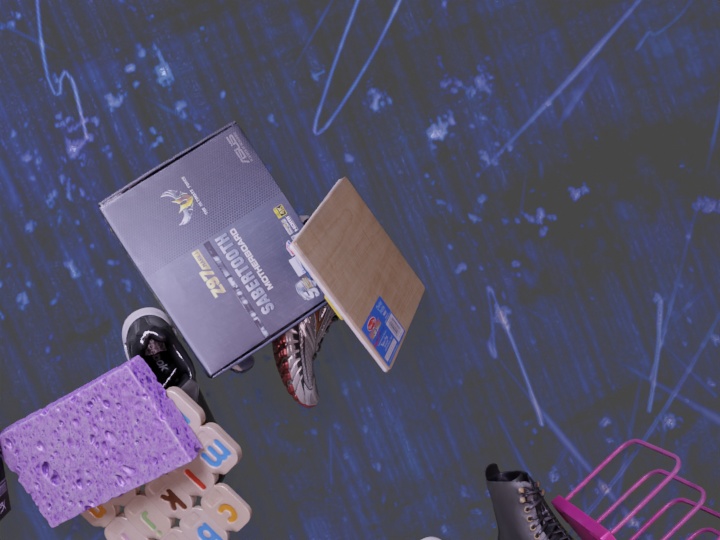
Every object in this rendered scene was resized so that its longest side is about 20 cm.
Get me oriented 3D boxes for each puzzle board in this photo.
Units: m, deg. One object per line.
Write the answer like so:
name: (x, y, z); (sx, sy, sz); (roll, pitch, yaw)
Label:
puzzle board: (0.000, 0.000, 1.139); (0.017, 0.200, 0.151); (-31, 102, 23)

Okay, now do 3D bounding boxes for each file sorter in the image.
file sorter: (0.335, 0.302, 1.251); (0.125, 0.139, 0.200); (-41, 101, -7)

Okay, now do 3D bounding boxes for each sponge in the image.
sponge: (-0.260, 0.170, 1.123); (0.200, 0.030, 0.112); (-28, 99, 27)

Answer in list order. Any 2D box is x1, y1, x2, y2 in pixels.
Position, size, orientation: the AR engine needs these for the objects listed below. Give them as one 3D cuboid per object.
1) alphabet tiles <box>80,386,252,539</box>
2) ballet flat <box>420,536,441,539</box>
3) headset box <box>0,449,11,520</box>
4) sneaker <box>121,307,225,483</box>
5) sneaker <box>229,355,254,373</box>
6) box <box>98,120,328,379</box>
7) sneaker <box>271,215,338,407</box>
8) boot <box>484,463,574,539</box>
alphabet tiles: (-0.206, 0.205, 1.142); (0.196, 0.015, 0.200); (44, 118, 0)
ballet flat: (0.056, 0.390, 1.241); (0.069, 0.069, 0.200); (23, 90, -12)
headset box: (-0.434, 0.155, 1.105); (0.149, 0.077, 0.200); (-8, 96, 2)
sneaker: (-0.187, 0.136, 1.156); (0.066, 0.090, 0.200); (-22, 98, -10)
sneaker: (-0.151, 0.010, 1.161); (0.086, 0.078, 0.200); (-31, 100, -10)
box: (-0.134, -0.019, 1.110); (0.158, 0.051, 0.200); (-33, 91, -12)
sneaker: (-0.048, 0.043, 1.183); (0.082, 0.078, 0.200); (1, 95, -12)
boot: (0.200, 0.279, 1.195); (0.077, 0.200, 0.139); (-15, 96, -36)
